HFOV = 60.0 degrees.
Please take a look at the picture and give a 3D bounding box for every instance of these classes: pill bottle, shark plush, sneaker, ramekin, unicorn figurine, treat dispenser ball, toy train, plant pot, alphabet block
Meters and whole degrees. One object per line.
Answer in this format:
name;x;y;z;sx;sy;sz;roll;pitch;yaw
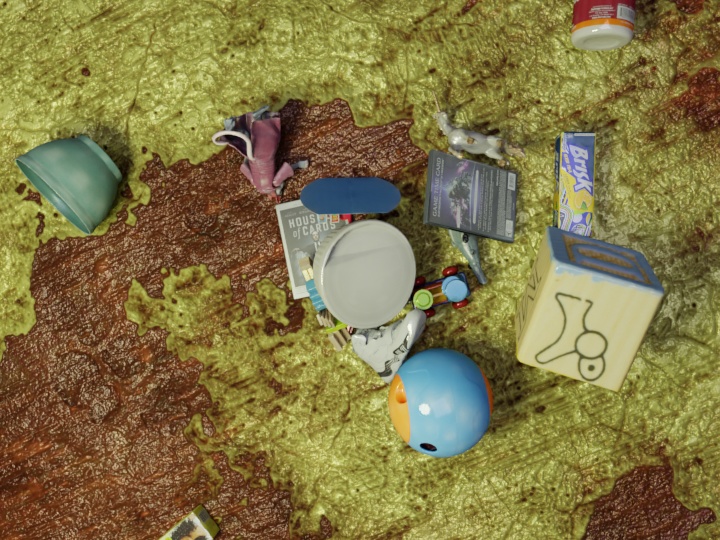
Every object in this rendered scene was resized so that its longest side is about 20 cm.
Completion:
pill bottle;0.460;-0.530;1.171;0.111;0.113;0.203;4;92;7
shark plush;0.196;-0.067;1.232;0.090;0.083;0.203;-9;91;7
sneaker;0.049;0.130;1.229;0.114;0.075;0.201;33;133;11
ramekin;0.000;0.000;1.187;0.200;0.094;0.205;-5;103;-24
unicorn figurine;0.215;-0.257;1.216;0.198;0.138;0.074;26;112;-14
treat dispenser ball;0.152;0.250;1.189;0.198;0.201;0.204;0;92;7
toy train;0.119;0.057;1.230;0.198;0.116;0.086;-18;89;7
plant pot;-0.582;-0.192;1.287;0.200;0.200;0.134;41;69;4
alphabet block;0.401;0.063;1.128;0.193;0.197;0.202;18;115;7

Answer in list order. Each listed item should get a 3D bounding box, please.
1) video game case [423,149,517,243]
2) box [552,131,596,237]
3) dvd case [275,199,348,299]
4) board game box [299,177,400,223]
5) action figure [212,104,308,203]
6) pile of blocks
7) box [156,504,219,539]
video game case;0.215;-0.141;1.199;0.198;0.019;0.145;10;78;-21
box;0.415;-0.165;1.212;0.069;0.064;0.203;1;91;7
dvd case;-0.086;-0.053;1.299;0.148;0.025;0.203;-12;91;7
board game box;-0.020;-0.133;1.231;0.197;0.159;0.039;-2;123;-5
action figure;-0.191;-0.217;1.245;0.132;0.150;0.202;-2;124;16
pile of blocks;-0.058;0.061;1.249;0.062;0.082;0.202;-22;103;11
box;-0.404;0.599;1.345;0.200;0.050;0.075;-41;87;7
